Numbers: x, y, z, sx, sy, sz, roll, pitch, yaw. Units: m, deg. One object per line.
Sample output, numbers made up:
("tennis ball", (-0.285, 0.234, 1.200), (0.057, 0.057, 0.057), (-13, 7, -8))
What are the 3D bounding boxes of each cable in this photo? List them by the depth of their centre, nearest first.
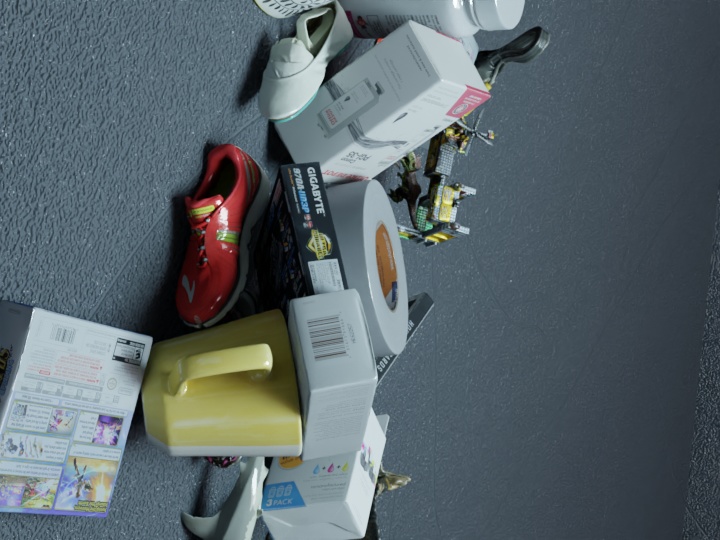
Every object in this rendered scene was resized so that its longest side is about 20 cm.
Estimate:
("cable", (0.190, -0.275, 2.068), (0.050, 0.199, 0.097), (41, 45, -22))

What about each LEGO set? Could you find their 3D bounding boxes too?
("LEGO set", (0.074, -0.122, 1.867), (0.153, 0.116, 0.201), (25, 72, -20))

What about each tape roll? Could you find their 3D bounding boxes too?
("tape roll", (0.000, 0.000, 1.750), (0.200, 0.066, 0.202), (-7, 90, -77))

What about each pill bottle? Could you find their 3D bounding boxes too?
("pill bottle", (0.080, -0.322, 1.757), (0.113, 0.199, 0.114), (-17, 109, -61))

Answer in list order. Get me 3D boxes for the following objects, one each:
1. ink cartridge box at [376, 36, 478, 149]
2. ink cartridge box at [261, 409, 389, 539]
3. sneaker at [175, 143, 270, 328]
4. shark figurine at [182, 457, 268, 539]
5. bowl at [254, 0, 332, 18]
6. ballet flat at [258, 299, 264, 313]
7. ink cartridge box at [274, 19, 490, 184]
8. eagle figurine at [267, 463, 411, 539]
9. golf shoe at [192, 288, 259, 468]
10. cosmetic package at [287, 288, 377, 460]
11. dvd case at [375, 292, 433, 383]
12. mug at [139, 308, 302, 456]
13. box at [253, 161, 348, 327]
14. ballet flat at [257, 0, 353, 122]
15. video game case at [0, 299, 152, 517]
("ink cartridge box", (0.084, -0.270, 1.978), (0.163, 0.057, 0.200), (-69, 158, -16))
("ink cartridge box", (-0.040, 0.227, 1.837), (0.201, 0.114, 0.068), (-75, 150, -49))
("sneaker", (-0.157, -0.039, 1.583), (0.085, 0.076, 0.201), (48, 48, -53))
("shark figurine", (-0.152, 0.261, 1.721), (0.128, 0.089, 0.216), (-109, -147, -74))
("bowl", (-0.037, -0.364, 1.637), (0.201, 0.094, 0.202), (-38, 135, -51))
("ballet flat", (-0.092, 0.115, 1.750), (0.072, 0.071, 0.201), (52, 24, -58))
("ink cartridge box", (0.025, -0.181, 1.721), (0.083, 0.199, 0.146), (62, 23, 14))
("eagle figurine", (-0.016, 0.311, 1.904), (0.200, 0.150, 0.152), (-49, 170, -49))
("golf shoe", (-0.135, 0.118, 1.684), (0.092, 0.072, 0.202), (-25, 123, -60))
("cosmetic package", (-0.033, 0.108, 1.546), (0.200, 0.073, 0.102), (98, -18, -65))
("dvd case", (-0.009, 0.110, 1.860), (0.025, 0.150, 0.200), (52, 47, -17))
("mug", (-0.145, 0.109, 1.545), (0.150, 0.152, 0.187), (-106, -168, -48))
("box", (-0.066, 0.006, 1.622), (0.200, 0.046, 0.160), (113, -33, -59))
("ballet flat", (-0.066, -0.236, 1.676), (0.200, 0.069, 0.070), (-58, 149, -47))
("video game case", (-0.283, 0.132, 1.424), (0.200, 0.045, 0.183), (23, 79, -63))
